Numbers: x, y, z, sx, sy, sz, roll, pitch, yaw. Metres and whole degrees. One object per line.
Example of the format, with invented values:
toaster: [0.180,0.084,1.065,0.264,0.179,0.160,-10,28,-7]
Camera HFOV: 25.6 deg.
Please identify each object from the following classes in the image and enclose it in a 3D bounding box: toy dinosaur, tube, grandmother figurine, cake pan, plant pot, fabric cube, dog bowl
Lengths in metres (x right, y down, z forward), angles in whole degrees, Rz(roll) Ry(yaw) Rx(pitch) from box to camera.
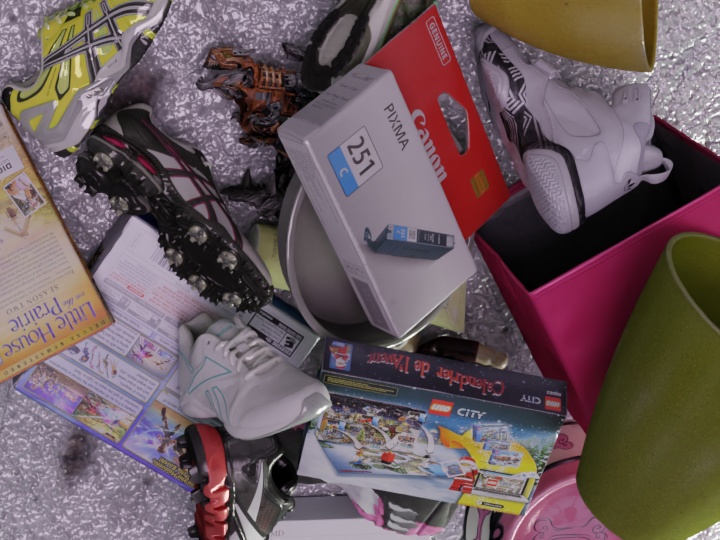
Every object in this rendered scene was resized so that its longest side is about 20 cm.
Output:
toy dinosaur: [-0.047,-0.106,1.306,0.198,0.102,0.137,26,86,2]
tube: [0.000,0.000,1.370,0.198,0.052,0.059,11,111,-15]
grandmother figurine: [0.079,0.101,1.419,0.199,0.061,0.121,37,110,-18]
cake pan: [0.011,-0.035,1.296,0.199,0.037,0.203,-13,111,-36]
plant pot: [0.253,0.108,1.196,0.186,0.188,0.201,23,119,-18]
fabric cube: [0.233,0.017,1.346,0.195,0.200,0.200,-30,114,-1]
plant pot: [0.158,-0.255,1.255,0.140,0.200,0.202,-1,111,14]
dog bowl: [0.201,0.248,1.486,0.198,0.074,0.202,-4,110,-10]

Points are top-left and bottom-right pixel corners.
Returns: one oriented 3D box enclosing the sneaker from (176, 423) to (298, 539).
sneaker: [-0.098,0.205,1.341,0.097,0.071,0.202,-12,130,-15]

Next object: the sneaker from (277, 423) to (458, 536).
sneaker: [0.006,0.156,1.404,0.199,0.087,0.080,31,124,-17]

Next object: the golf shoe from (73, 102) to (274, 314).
golf shoe: [-0.135,-0.053,1.288,0.200,0.088,0.077,45,137,-12]

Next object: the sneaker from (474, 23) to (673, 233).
sneaker: [0.171,-0.131,1.300,0.114,0.201,0.075,-21,152,-4]

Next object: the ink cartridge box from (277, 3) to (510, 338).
ink cartridge box: [0.044,-0.078,1.256,0.176,0.045,0.201,-41,126,-21]

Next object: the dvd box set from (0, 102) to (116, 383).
dvd box set: [-0.307,-0.013,1.283,0.145,0.029,0.201,-28,96,-1]

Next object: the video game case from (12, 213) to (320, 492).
video game case: [-0.166,0.071,1.363,0.199,0.045,0.182,34,98,-20]

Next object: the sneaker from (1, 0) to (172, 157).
sneaker: [-0.209,-0.187,1.249,0.076,0.075,0.201,32,97,-18]

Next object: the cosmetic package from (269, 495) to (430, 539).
cosmetic package: [-0.038,0.286,1.461,0.198,0.052,0.152,0,110,-11]

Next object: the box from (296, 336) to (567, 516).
box: [0.055,0.129,1.291,0.198,0.038,0.137,11,134,-4]

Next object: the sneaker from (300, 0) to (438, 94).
sneaker: [0.034,-0.211,1.294,0.088,0.077,0.201,38,86,-42]

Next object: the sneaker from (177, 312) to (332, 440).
sneaker: [-0.095,0.082,1.259,0.070,0.199,0.081,-21,106,-32]
